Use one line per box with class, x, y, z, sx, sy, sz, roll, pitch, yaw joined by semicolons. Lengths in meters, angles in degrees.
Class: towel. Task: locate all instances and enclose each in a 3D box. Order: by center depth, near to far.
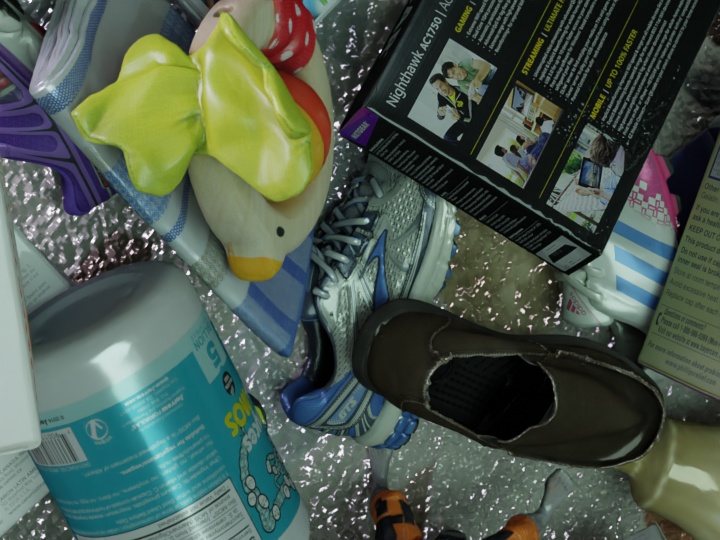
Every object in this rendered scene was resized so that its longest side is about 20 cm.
towel;-0.087;-0.067;1.058;0.024;0.147;0.200;-27;121;25

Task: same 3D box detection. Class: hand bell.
hand bell;0.141;0.103;1.223;0.199;0.104;0.105;18;94;-13

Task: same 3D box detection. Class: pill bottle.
pill bottle;-0.095;0.105;1.043;0.110;0.111;0.201;-30;109;-14

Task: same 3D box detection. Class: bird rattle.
bird rattle;-0.057;-0.090;1.025;0.112;0.201;0.164;-5;126;15

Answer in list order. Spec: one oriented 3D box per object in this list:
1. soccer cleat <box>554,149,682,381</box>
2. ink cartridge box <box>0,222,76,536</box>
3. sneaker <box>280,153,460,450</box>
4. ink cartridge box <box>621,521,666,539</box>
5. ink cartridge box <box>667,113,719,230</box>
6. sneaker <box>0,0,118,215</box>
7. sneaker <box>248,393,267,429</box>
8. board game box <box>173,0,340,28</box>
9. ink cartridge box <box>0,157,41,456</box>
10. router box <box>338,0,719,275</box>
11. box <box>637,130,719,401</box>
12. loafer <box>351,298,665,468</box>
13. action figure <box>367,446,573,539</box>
soccer cleat;0.141;-0.019;1.194;0.086;0.070;0.201;-33;111;-13
ink cartridge box;-0.225;0.041;1.070;0.161;0.050;0.200;-42;110;-6
sneaker;0.000;0.000;1.140;0.085;0.077;0.201;5;99;-19
ink cartridge box;0.127;0.276;1.214;0.199;0.084;0.176;-27;113;4
ink cartridge box;0.303;-0.042;1.270;0.200;0.047;0.198;-40;114;-12
sneaker;-0.192;-0.098;1.042;0.200;0.081;0.083;40;96;-22
sneaker;-0.090;0.169;1.148;0.080;0.074;0.201;-3;97;-12
board game box;-0.030;-0.214;1.102;0.200;0.035;0.126;-46;113;-7
ink cartridge box;-0.224;-0.007;0.917;0.144;0.200;0.148;-10;107;-9
router box;0.099;-0.122;1.115;0.149;0.051;0.201;32;69;-8
box;0.279;-0.009;1.181;0.175;0.097;0.201;16;96;-32
loafer;0.089;0.074;1.126;0.199;0.071;0.073;13;105;-29
action figure;0.068;0.190;1.131;0.199;0.194;0.105;20;133;-3
